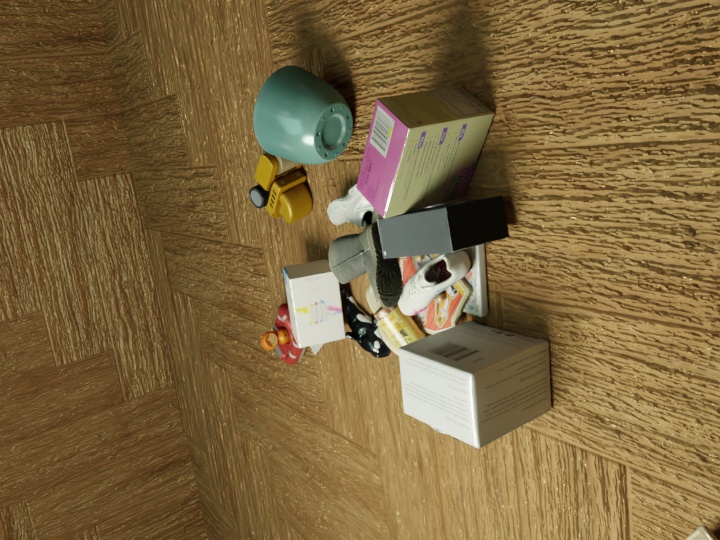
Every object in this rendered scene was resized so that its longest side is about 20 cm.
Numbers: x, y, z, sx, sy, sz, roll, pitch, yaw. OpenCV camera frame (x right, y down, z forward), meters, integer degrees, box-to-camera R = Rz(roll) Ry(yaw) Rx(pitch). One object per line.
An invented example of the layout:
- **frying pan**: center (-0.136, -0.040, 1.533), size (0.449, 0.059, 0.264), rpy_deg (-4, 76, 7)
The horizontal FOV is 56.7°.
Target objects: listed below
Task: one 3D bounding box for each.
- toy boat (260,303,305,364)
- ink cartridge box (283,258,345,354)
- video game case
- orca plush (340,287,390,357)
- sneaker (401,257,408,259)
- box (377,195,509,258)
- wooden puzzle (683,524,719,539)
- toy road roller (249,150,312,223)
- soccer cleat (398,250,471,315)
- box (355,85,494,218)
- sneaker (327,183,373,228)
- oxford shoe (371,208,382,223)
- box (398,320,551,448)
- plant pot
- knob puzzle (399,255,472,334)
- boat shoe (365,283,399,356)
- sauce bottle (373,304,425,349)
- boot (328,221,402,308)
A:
- **toy boat**: center (-0.227, 0.189, 1.916), size (0.132, 0.128, 0.202), rpy_deg (54, 143, 27)
- **ink cartridge box**: center (-0.115, 0.093, 1.679), size (0.129, 0.122, 0.206), rpy_deg (-135, 36, -70)
- **video game case**: center (0.174, -0.026, 1.304), size (0.180, 0.022, 0.206), rpy_deg (15, 116, 54)
- **orca plush**: center (-0.007, 0.133, 1.607), size (0.203, 0.070, 0.106), rpy_deg (63, 146, 18)
- **sneaker**: center (0.077, -0.125, 1.316), size (0.077, 0.080, 0.207), rpy_deg (-9, 83, 54)
- **box**: center (0.142, -0.075, 1.184), size (0.198, 0.138, 0.081), rpy_deg (-4, 101, 56)
- **wooden puzzle**: center (0.525, 0.486, 0.968), size (0.186, 0.045, 0.203), rpy_deg (52, 146, 31)
- **toy road roller**: center (-0.184, -0.216, 1.695), size (0.146, 0.122, 0.202), rpy_deg (43, 139, 17)
- **soccer cleat**: center (0.122, 0.022, 1.262), size (0.200, 0.085, 0.071), rpy_deg (-43, 68, 38)
- **box**: center (0.109, -0.209, 1.161), size (0.097, 0.196, 0.179), rpy_deg (48, 140, 34)
- **sneaker**: center (-0.009, -0.129, 1.496), size (0.199, 0.077, 0.102), rpy_deg (-31, 81, 58)
- **oxford shoe**: center (0.052, -0.074, 1.406), size (0.068, 0.075, 0.205), rpy_deg (8, 121, 19)
- **box**: center (0.203, 0.193, 1.191), size (0.197, 0.196, 0.135), rpy_deg (12, 112, 53)
- **plant pot**: center (-0.111, -0.327, 1.469), size (0.159, 0.198, 0.206), rpy_deg (28, 127, 33)
- **knob puzzle**: center (0.130, 0.046, 1.354), size (0.218, 0.030, 0.226), rpy_deg (30, 128, 48)
- **boat shoe**: center (0.073, 0.100, 1.467), size (0.202, 0.072, 0.070), rpy_deg (58, 150, 25)
- **sauce bottle**: center (0.109, 0.152, 1.395), size (0.201, 0.066, 0.066), rpy_deg (51, 145, 0)
- **boot**: center (0.002, 0.001, 1.378), size (0.198, 0.071, 0.188), rpy_deg (-23, 70, 54)
